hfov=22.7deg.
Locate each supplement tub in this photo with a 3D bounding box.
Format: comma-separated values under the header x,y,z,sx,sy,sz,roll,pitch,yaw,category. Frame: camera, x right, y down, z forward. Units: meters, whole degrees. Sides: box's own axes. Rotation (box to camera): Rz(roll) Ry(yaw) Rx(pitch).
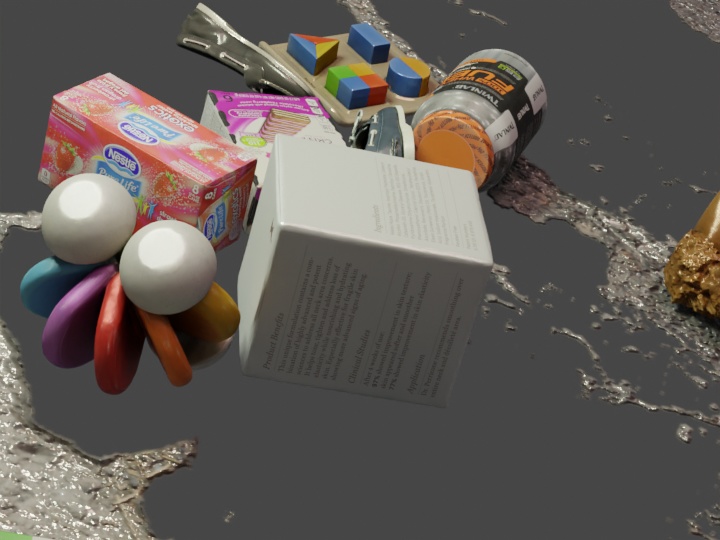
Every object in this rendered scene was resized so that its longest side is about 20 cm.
x,y,z,sx,sy,sz,roll,pitch,yaw,category
0.129,-0.162,2.014,0.121,0.124,0.200,23,31,10,supplement tub

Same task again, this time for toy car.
x,y,z,sx,sy,sz,roll,pitch,yaw,category
-0.209,0.029,1.547,0.199,0.176,0.150,30,70,20,toy car

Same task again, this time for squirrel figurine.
x,y,z,sx,sy,sz,roll,pitch,yaw,category
0.433,0.009,1.910,0.186,0.142,0.200,39,51,16,squirrel figurine

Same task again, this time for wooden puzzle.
x,y,z,sx,sy,sz,roll,pitch,yaw,category
0.003,-0.244,2.157,0.198,0.047,0.185,-9,39,-36,wooden puzzle

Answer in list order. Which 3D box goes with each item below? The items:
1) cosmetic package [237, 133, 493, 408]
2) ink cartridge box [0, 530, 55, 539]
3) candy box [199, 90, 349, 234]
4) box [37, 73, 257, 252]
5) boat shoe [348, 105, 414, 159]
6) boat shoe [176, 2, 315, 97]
x,y,z,sx,sy,sz,roll,pitch,yaw,category
0.000,0.000,1.651,0.198,0.169,0.167,11,32,-11,cosmetic package
-0.182,0.266,1.223,0.198,0.085,0.146,10,31,-10,ink cartridge box
-0.081,-0.114,1.897,0.135,0.062,0.201,1,35,-25,candy box
-0.212,-0.101,1.776,0.199,0.101,0.095,30,33,21,box
0.019,-0.135,1.949,0.061,0.076,0.200,0,20,-7,boat shoe
-0.135,-0.237,2.085,0.199,0.057,0.067,39,1,26,boat shoe
